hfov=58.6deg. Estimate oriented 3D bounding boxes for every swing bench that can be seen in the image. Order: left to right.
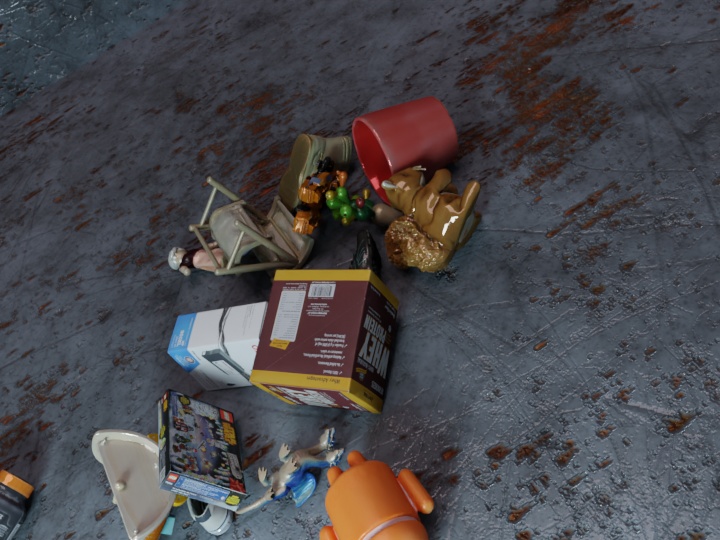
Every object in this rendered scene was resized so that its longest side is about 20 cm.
[{"bbox_3d":[-0.234,-0.079,1.379,0.199,0.196,0.132,48,117,45],"label":"swing bench"}]

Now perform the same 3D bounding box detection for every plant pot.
[{"bbox_3d":[0.100,-0.266,1.360,0.174,0.204,0.201,-28,43,-12],"label":"plant pot"}]

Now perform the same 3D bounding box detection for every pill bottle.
[{"bbox_3d":[-0.686,0.472,1.168,0.104,0.107,0.203,6,54,31],"label":"pill bottle"}]

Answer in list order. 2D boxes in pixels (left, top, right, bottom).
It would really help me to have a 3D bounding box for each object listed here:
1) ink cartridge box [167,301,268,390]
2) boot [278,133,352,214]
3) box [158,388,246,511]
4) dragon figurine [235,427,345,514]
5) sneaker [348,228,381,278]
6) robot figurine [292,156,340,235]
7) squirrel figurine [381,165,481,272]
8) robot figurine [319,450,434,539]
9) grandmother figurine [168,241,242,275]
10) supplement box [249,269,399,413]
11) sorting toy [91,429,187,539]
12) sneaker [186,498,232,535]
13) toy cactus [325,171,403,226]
[{"bbox_3d":[-0.231,0.144,1.191,0.195,0.146,0.086,-10,48,20],"label":"ink cartridge box"},{"bbox_3d":[-0.103,-0.222,1.488,0.153,0.204,0.073,-13,44,-46],"label":"boot"},{"bbox_3d":[-0.264,0.291,1.058,0.040,0.135,0.201,-52,30,13],"label":"box"},{"bbox_3d":[-0.108,0.333,1.021,0.201,0.099,0.059,-51,46,6],"label":"dragon figurine"},{"bbox_3d":[0.000,0.000,1.248,0.077,0.076,0.203,-18,45,14],"label":"sneaker"},{"bbox_3d":[-0.088,-0.158,1.377,0.057,0.148,0.201,19,29,9],"label":"robot figurine"},{"bbox_3d":[0.112,-0.101,1.213,0.184,0.142,0.203,30,85,20],"label":"squirrel figurine"},{"bbox_3d":[0.021,0.354,0.897,0.140,0.119,0.201,-6,36,-27],"label":"robot figurine"},{"bbox_3d":[-0.371,-0.024,1.481,0.195,0.062,0.121,2,25,32],"label":"grandmother figurine"},{"bbox_3d":[-0.057,0.119,1.099,0.192,0.133,0.205,0,66,27],"label":"supplement box"},{"bbox_3d":[-0.357,0.382,1.035,0.105,0.183,0.201,-8,43,-36],"label":"sorting toy"},{"bbox_3d":[-0.266,0.344,1.086,0.072,0.071,0.201,-34,44,-5],"label":"sneaker"},{"bbox_3d":[0.010,-0.135,1.335,0.160,0.200,0.105,15,92,2],"label":"toy cactus"}]
